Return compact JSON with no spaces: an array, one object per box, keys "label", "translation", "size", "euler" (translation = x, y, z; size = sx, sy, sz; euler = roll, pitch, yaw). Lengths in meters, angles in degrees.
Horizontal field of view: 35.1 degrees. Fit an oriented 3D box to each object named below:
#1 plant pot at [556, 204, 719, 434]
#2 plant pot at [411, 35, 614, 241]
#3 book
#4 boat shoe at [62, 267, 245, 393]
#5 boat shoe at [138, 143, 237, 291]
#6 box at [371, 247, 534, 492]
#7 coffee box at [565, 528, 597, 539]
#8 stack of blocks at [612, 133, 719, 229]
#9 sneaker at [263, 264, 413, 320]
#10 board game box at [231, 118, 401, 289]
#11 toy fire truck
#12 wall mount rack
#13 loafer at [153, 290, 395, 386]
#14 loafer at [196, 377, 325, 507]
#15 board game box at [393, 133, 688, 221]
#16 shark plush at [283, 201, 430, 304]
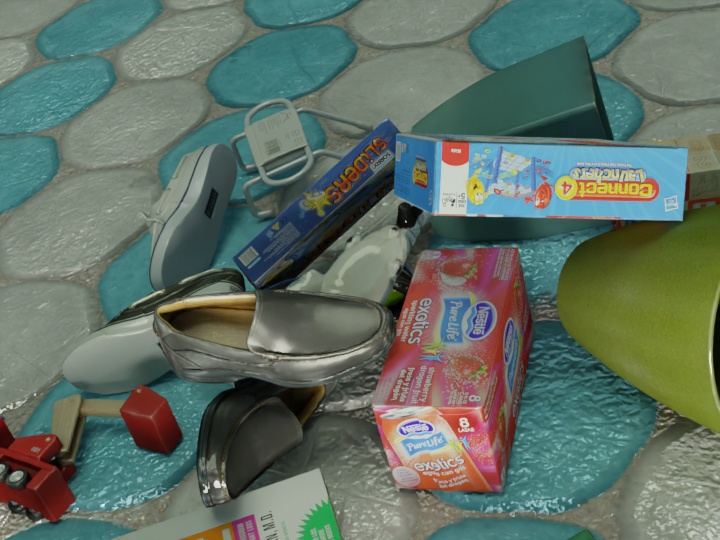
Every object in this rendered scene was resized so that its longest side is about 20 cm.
[{"label":"plant pot","translation":[0.261,0.029,0.914],"size":[0.187,0.189,0.199],"euler":[-37,26,-25]},{"label":"plant pot","translation":[0.156,-0.119,1.164],"size":[0.198,0.142,0.142],"euler":[-15,35,16]},{"label":"book","translation":[-0.105,0.246,0.877],"size":[0.198,0.048,0.134],"euler":[-20,42,-4]},{"label":"boat shoe","translation":[-0.200,0.058,1.124],"size":[0.198,0.071,0.064],"euler":[-23,32,7]},{"label":"boat shoe","translation":[-0.208,-0.056,1.270],"size":[0.085,0.075,0.204],"euler":[-6,54,30]},{"label":"box","translation":[0.084,0.080,0.963],"size":[0.094,0.100,0.201],"euler":[-2,38,20]},{"label":"coffee box","translation":[0.104,0.269,0.755],"size":[0.198,0.044,0.123],"euler":[-27,38,-12]},{"label":"stack of blocks","translation":[0.332,-0.061,1.030],"size":[0.197,0.116,0.059],"euler":[-8,36,4]},{"label":"sneaker","translation":[-0.034,0.045,1.081],"size":[0.198,0.071,0.083],"euler":[-21,30,-10]},{"label":"board game box","translation":[-0.036,-0.056,1.128],"size":[0.200,0.135,0.035],"euler":[-43,83,-5]},{"label":"toy fire truck","translation":[-0.280,0.159,1.053],"size":[0.198,0.049,0.141],"euler":[9,44,33]},{"label":"wall mount rack","translation":[-0.062,-0.140,1.339],"size":[0.172,0.075,0.201],"euler":[-22,36,0]},{"label":"loafer","translation":[-0.072,0.049,0.916],"size":[0.197,0.073,0.074],"euler":[-8,58,11]},{"label":"loafer","translation":[-0.084,0.131,0.959],"size":[0.071,0.074,0.200],"euler":[-1,23,13]},{"label":"board game box","translation":[0.137,-0.080,0.932],"size":[0.193,0.057,0.200],"euler":[1,8,-7]},{"label":"shark plush","translation":[0.000,0.000,1.020],"size":[0.090,0.083,0.201],"euler":[25,74,9]}]
